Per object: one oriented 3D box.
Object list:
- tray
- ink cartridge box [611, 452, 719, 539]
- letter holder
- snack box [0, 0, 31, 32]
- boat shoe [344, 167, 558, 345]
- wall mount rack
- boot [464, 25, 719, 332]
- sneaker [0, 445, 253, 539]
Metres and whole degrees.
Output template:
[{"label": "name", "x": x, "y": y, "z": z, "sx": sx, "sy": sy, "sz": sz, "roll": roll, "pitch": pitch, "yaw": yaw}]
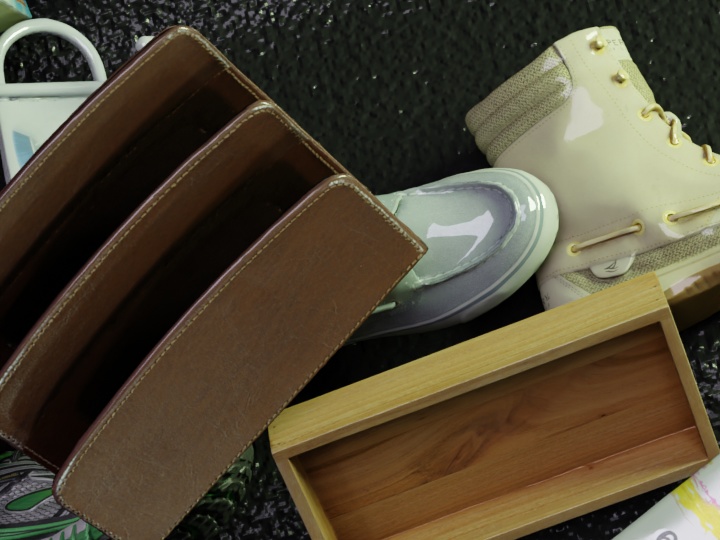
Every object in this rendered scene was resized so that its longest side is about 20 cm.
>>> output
[{"label": "tray", "x": 0.065, "y": 0.081, "z": 1.251, "sx": 0.199, "sy": 0.099, "sz": 0.037, "roll": -20, "pitch": 32, "yaw": 6}, {"label": "ink cartridge box", "x": 0.209, "y": 0.151, "z": 1.202, "sx": 0.200, "sy": 0.088, "sz": 0.146, "roll": -38, "pitch": 69, "yaw": 1}, {"label": "letter holder", "x": -0.095, "y": 0.007, "z": 1.199, "sx": 0.200, "sy": 0.142, "sz": 0.101, "roll": -47, "pitch": 47, "yaw": 2}, {"label": "snack box", "x": -0.247, "y": -0.135, "z": 1.337, "sx": 0.116, "sy": 0.200, "sz": 0.037, "roll": -25, "pitch": 85, "yaw": 3}, {"label": "boat shoe", "x": -0.001, "y": -0.001, "z": 1.285, "sx": 0.200, "sy": 0.071, "sz": 0.070, "roll": -20, "pitch": 72, "yaw": 22}, {"label": "wall mount rack", "x": -0.168, "y": -0.054, "z": 1.329, "sx": 0.173, "sy": 0.075, "sz": 0.201, "roll": -4, "pitch": 67, "yaw": -25}, {"label": "boot", "x": 0.163, "y": -0.061, "z": 1.289, "sx": 0.199, "sy": 0.073, "sz": 0.156, "roll": -28, "pitch": 68, "yaw": 13}, {"label": "sneaker", "x": -0.148, "y": 0.117, "z": 1.297, "sx": 0.199, "sy": 0.078, "sz": 0.086, "roll": -22, "pitch": 66, "yaw": 4}]
